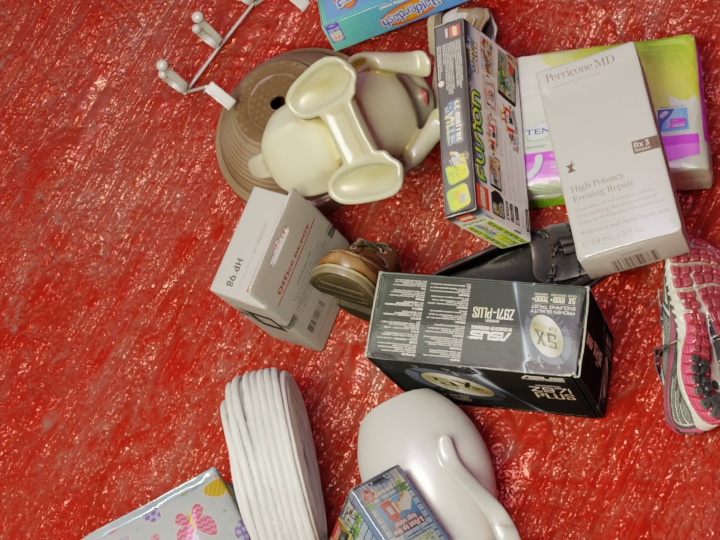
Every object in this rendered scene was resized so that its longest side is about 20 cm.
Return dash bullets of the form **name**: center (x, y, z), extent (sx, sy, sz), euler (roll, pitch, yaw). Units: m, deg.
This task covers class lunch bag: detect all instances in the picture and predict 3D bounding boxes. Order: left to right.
- **lunch bag**: center (-0.183, 0.315, 1.286), extent (0.200, 0.127, 0.170), euler (-28, 67, -2)

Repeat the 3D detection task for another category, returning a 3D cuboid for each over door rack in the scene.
- **over door rack**: center (-0.151, -0.261, 1.461), extent (0.148, 0.067, 0.200), euler (-54, 26, -4)

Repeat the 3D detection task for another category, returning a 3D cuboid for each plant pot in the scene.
- **plant pot**: center (-0.074, -0.164, 1.437), extent (0.200, 0.093, 0.202), euler (-6, 69, 16)

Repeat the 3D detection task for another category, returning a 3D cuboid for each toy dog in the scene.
- **toy dog**: center (0.003, -0.140, 1.314), extent (0.194, 0.200, 0.140), euler (-32, 93, 35)

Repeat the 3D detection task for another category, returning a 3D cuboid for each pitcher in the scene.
- **pitcher**: center (0.081, 0.202, 1.214), extent (0.121, 0.172, 0.200), euler (-15, 64, -23)

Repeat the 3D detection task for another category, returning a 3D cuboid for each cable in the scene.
- **cable**: center (-0.078, 0.192, 1.253), extent (0.069, 0.200, 0.201), euler (-13, 61, 0)

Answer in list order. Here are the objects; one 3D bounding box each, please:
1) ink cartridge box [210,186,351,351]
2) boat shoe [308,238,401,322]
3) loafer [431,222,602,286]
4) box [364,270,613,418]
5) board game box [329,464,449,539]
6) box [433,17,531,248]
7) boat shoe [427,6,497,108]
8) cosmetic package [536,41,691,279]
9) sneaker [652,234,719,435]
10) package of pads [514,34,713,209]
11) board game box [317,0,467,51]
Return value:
- **ink cartridge box**: center (-0.078, -0.006, 1.321), extent (0.067, 0.200, 0.116), euler (17, 77, 24)
- **boat shoe**: center (0.000, 0.000, 1.292), extent (0.072, 0.200, 0.068), euler (20, 81, 10)
- **loafer**: center (0.162, -0.002, 1.314), extent (0.199, 0.063, 0.072), euler (-19, 67, 11)
- **box**: center (0.126, 0.072, 1.245), extent (0.199, 0.164, 0.086), euler (4, 72, 19)
- **board game box**: center (0.049, 0.312, 1.173), extent (0.062, 0.200, 0.200), euler (-21, 55, -37)
- **box**: center (0.118, -0.132, 1.284), extent (0.035, 0.110, 0.201), euler (-15, 67, 33)
- **boat shoe**: center (0.117, -0.192, 1.392), extent (0.068, 0.075, 0.201), euler (-15, 66, 19)
- **cosmetic package**: center (0.237, -0.103, 1.245), extent (0.101, 0.074, 0.201), euler (-17, 68, 15)
- **sneaker**: center (0.307, 0.056, 1.244), extent (0.080, 0.075, 0.201), euler (16, 59, -18)
- **package of pads**: center (0.247, -0.152, 1.337), extent (0.199, 0.068, 0.155), euler (-6, 70, 16)
- **board game box**: center (0.045, -0.342, 1.468), extent (0.199, 0.045, 0.152), euler (-18, 53, 11)
